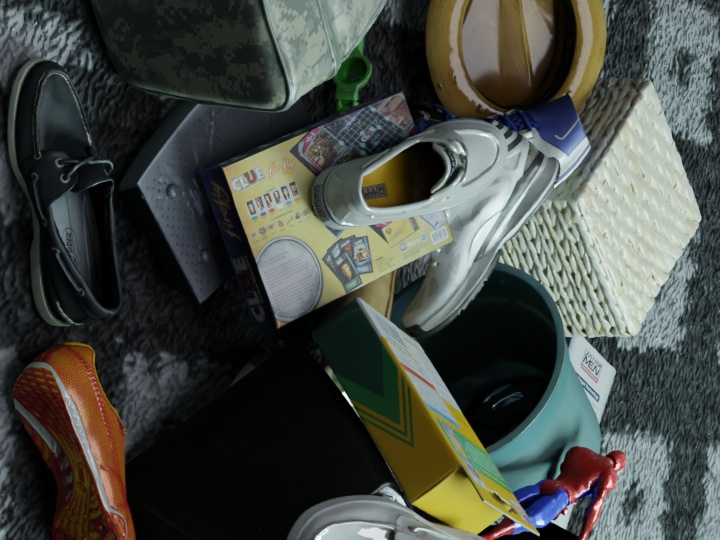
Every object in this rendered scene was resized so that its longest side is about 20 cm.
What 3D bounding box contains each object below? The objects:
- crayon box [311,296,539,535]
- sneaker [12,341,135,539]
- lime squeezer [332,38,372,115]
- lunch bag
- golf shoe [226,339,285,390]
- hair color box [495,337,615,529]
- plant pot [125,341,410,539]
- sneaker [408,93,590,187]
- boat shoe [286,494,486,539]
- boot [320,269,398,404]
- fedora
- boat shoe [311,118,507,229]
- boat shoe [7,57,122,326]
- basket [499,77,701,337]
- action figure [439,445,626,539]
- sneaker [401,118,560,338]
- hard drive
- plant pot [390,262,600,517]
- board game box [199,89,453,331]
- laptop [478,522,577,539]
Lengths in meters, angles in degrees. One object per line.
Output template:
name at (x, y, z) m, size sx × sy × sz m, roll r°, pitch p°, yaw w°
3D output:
crayon box at (0.050, 0.127, 1.485) m, size 0.052 × 0.200 × 0.126 m, roll -38°, pitch 149°, yaw 8°
sneaker at (-0.197, 0.148, 1.435) m, size 0.077 × 0.073 × 0.201 m, roll -39°, pitch 125°, yaw -53°
lime squeezer at (0.002, -0.156, 1.690) m, size 0.070 × 0.038 × 0.201 m, roll -10°, pitch 101°, yaw -52°
lunch bag at (-0.086, -0.219, 1.444) m, size 0.168 × 0.199 × 0.140 m, roll -40°, pitch 126°, yaw -39°
golf shoe at (-0.063, 0.156, 1.620) m, size 0.094 × 0.078 × 0.201 m, roll -39°, pitch 122°, yaw -23°
hair color box at (0.186, 0.166, 1.940) m, size 0.100 × 0.060 × 0.201 m, roll 43°, pitch 61°, yaw -46°
plant pot at (-0.046, 0.212, 1.495) m, size 0.200 × 0.177 × 0.200 m, roll -37°, pitch 125°, yaw -17°
sneaker at (0.101, -0.110, 1.724) m, size 0.115 × 0.199 × 0.081 m, roll 56°, pitch 7°, yaw -33°
boat shoe at (0.038, 0.215, 1.396) m, size 0.199 × 0.069 × 0.071 m, roll 16°, pitch 104°, yaw -35°
boot at (0.000, 0.000, 1.626) m, size 0.175 × 0.066 × 0.201 m, roll 62°, pitch 33°, yaw -50°
fedora at (0.134, -0.220, 1.795) m, size 0.200 × 0.082 × 0.202 m, roll -4°, pitch 102°, yaw -22°
boat shoe at (0.056, -0.081, 1.545) m, size 0.199 × 0.070 × 0.071 m, roll -16°, pitch 95°, yaw -38°
boat shoe at (-0.209, -0.056, 1.402) m, size 0.074 × 0.066 × 0.200 m, roll -11°, pitch 102°, yaw -51°
basket at (0.208, -0.060, 1.869) m, size 0.198 × 0.160 × 0.200 m, roll -55°, pitch 135°, yaw -35°
action figure at (0.159, 0.220, 1.683) m, size 0.199 × 0.065 × 0.099 m, roll -25°, pitch 131°, yaw -32°
sneaker at (0.073, -0.046, 1.678) m, size 0.115 × 0.076 × 0.201 m, roll 36°, pitch 92°, yaw -12°
hard drive at (-0.112, -0.084, 1.544) m, size 0.200 × 0.042 × 0.135 m, roll -53°, pitch 132°, yaw -36°
plant pot at (0.124, 0.124, 1.764) m, size 0.196 × 0.199 × 0.201 m, roll 50°, pitch 55°, yaw -52°
board game box at (-0.024, -0.051, 1.547) m, size 0.200 × 0.035 × 0.136 m, roll -26°, pitch 101°, yaw -37°
laptop at (0.128, 0.286, 1.745) m, size 0.177 × 0.200 × 0.104 m, roll 4°, pitch 108°, yaw -52°
